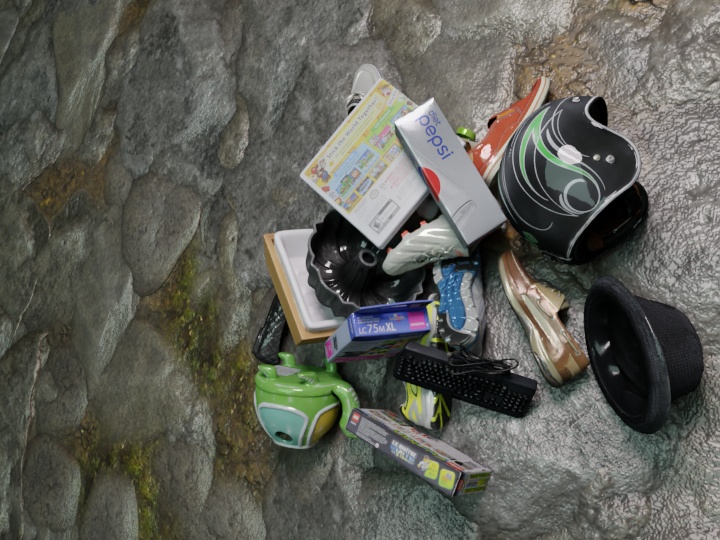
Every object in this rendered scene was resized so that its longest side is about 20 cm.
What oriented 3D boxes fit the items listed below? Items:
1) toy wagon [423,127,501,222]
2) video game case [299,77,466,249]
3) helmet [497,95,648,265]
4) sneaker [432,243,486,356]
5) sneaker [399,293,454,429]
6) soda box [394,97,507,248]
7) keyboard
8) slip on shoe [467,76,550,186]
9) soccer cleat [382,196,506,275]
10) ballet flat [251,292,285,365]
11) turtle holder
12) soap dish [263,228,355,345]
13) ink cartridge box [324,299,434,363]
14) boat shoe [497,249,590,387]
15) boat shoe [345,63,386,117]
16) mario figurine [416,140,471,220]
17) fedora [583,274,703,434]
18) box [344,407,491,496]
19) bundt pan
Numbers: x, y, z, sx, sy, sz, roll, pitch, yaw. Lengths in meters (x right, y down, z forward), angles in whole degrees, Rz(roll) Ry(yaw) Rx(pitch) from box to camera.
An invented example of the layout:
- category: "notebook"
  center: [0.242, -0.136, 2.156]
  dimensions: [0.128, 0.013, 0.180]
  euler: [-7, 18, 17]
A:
- category: "toy wagon"
  center: [0.152, -0.147, 1.111]
  dimensions: [0.198, 0.039, 0.158]
  euler: [25, 93, 36]
- category: "video game case"
  center: [0.031, -0.165, 1.054]
  dimensions: [0.182, 0.023, 0.201]
  euler: [41, 92, 21]
- category: "helmet"
  center: [0.279, -0.127, 0.932]
  dimensions: [0.200, 0.199, 0.192]
  euler: [-46, 59, 16]
- category: "sneaker"
  center: [0.155, 0.045, 1.047]
  dimensions: [0.074, 0.087, 0.203]
  euler: [-11, 50, 24]
- category: "sneaker"
  center: [0.097, 0.135, 1.062]
  dimensions: [0.075, 0.075, 0.205]
  euler: [0, 78, 33]
- category: "soda box"
  center: [0.124, -0.135, 0.978]
  dimensions: [0.067, 0.063, 0.202]
  euler: [-30, 85, 1]
- category: "keyboard"
  center: [0.143, 0.153, 0.968]
  dimensions: [0.196, 0.040, 0.106]
  euler: [16, 128, 5]
- category: "slip on shoe"
  center: [0.220, -0.215, 1.027]
  dimensions: [0.061, 0.074, 0.201]
  euler: [33, 74, 13]
- category: "soccer cleat"
  center: [0.123, -0.042, 1.035]
  dimensions: [0.198, 0.069, 0.078]
  euler: [-33, 72, 9]
- category: "ballet flat"
  center: [-0.136, 0.073, 1.260]
  dimensions: [0.203, 0.056, 0.066]
  euler: [-65, 12, 3]
- category: "turtle holder"
  center: [-0.085, 0.218, 1.147]
  dimensions: [0.181, 0.141, 0.135]
  euler: [3, 97, -5]
- category: "soap dish"
  center: [-0.067, 0.027, 1.155]
  dimensions: [0.082, 0.155, 0.203]
  euler: [-55, 50, 45]
- category: "ink cartridge box"
  center: [0.026, 0.094, 1.032]
  dimensions: [0.200, 0.117, 0.043]
  euler: [126, 136, -62]
- category: "boat shoe"
  center: [0.257, 0.060, 0.977]
  dimensions: [0.073, 0.075, 0.203]
  euler: [-27, 67, 15]
- category: "boat shoe"
  center: [0.006, -0.282, 1.218]
  dimensions: [0.070, 0.070, 0.205]
  euler: [-9, 69, 29]
- category: "mario figurine"
  center: [0.082, -0.154, 1.107]
  dimensions: [0.196, 0.107, 0.125]
  euler: [-1, 41, 24]
- category: "fedora"
  center: [0.358, 0.097, 0.868]
  dimensions: [0.089, 0.201, 0.205]
  euler: [-9, 70, -6]
- category: "box"
  center: [0.083, 0.262, 1.021]
  dimensions: [0.198, 0.109, 0.035]
  euler: [24, 92, 36]
- category: "bundt pan"
  center: [0.000, 0.000, 1.100]
  dimensions: [0.076, 0.198, 0.205]
  euler: [-57, 49, 50]
